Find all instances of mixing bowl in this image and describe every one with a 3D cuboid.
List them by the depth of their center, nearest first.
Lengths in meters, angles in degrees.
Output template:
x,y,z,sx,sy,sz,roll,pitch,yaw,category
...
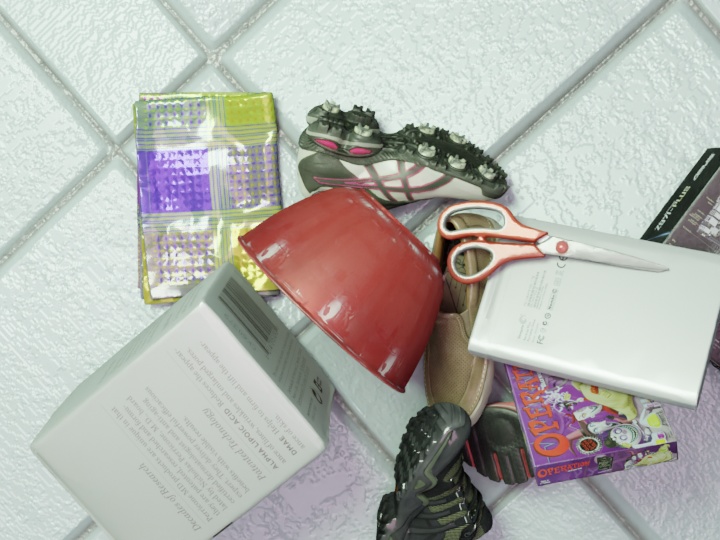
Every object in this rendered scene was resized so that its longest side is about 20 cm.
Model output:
x,y,z,sx,sy,sz,roll,pitch,yaw,category
0.000,0.000,0.964,0.200,0.200,0.108,43,93,-2,mixing bowl

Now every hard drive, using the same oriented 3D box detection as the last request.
x,y,z,sx,sy,sz,roll,pitch,yaw,category
0.206,0.032,0.953,0.198,0.027,0.133,12,74,24,hard drive

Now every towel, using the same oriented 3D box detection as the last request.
x,y,z,sx,sy,sz,roll,pitch,yaw,category
-0.145,-0.068,1.049,0.142,0.023,0.202,0,95,3,towel

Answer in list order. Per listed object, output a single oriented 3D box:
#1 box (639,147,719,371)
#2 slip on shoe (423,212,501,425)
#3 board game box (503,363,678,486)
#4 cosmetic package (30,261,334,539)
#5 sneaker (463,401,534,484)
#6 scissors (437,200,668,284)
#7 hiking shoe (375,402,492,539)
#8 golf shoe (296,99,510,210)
x,y,z,sx,sy,sz,roll,pitch,yaw,category
0.358,0.011,1.008,0.199,0.086,0.164,36,96,-2,box
0.088,0.047,1.018,0.076,0.060,0.202,14,94,40,slip on shoe
0.192,0.100,0.972,0.119,0.201,0.032,-15,125,5,board game box
-0.150,0.129,0.985,0.200,0.165,0.165,-39,99,9,cosmetic package
0.183,0.152,1.038,0.198,0.087,0.074,-8,94,27,sneaker
0.164,-0.028,0.958,0.198,0.014,0.074,-3,83,18,scissors
0.080,0.203,1.027,0.100,0.076,0.201,12,126,-10,hiking shoe
0.038,-0.092,1.027,0.198,0.077,0.089,16,121,-2,golf shoe
